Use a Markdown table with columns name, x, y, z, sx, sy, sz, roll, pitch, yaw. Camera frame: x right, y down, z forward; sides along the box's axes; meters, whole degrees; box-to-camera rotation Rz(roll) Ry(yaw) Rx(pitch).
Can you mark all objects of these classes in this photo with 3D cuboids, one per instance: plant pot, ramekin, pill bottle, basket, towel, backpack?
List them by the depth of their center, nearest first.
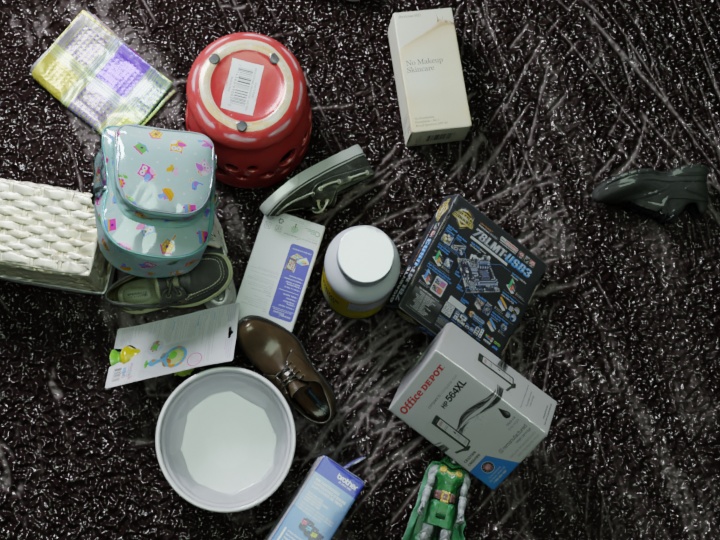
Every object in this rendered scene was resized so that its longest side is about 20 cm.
| name | x | y | z | sx | sy | sz | roll | pitch | yaw |
| --- | --- | --- | --- | --- | --- | --- | --- | --- | --- |
| backpack | -0.284 | -0.098 | 1.410 | 0.173 | 0.153 | 0.203 | 5 | 75 | -22 |
| ramekin | -0.192 | 0.244 | 1.457 | 0.197 | 0.105 | 0.204 | 1 | 78 | -6 |
| pill bottle | 0.000 | 0.000 | 1.479 | 0.110 | 0.200 | 0.114 | 1 | 76 | -4 |
| basket | -0.461 | -0.053 | 1.486 | 0.197 | 0.123 | 0.138 | 10 | 78 | -4 |
| plant pot | -0.167 | -0.244 | 1.529 | 0.197 | 0.183 | 0.204 | 2 | 78 | -7 |
| towel | -0.409 | -0.303 | 1.597 | 0.199 | 0.023 | 0.144 | 41 | 76 | 4 |

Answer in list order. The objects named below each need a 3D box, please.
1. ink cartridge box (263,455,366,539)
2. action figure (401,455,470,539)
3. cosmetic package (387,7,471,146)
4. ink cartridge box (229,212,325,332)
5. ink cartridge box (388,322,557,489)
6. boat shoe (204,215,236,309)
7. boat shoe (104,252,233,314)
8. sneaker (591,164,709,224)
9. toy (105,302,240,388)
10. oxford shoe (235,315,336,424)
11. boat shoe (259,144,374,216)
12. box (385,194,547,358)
| name | x | y | z | sx | sy | sz | roll | pitch | yaw |
| --- | --- | --- | --- | --- | --- | --- | --- | --- | --- |
| ink cartridge box | -0.064 | 0.340 | 1.432 | 0.076 | 0.137 | 0.201 | 32 | 77 | 0 |
| action figure | 0.118 | 0.358 | 1.492 | 0.116 | 0.055 | 0.203 | 15 | 73 | 1 |
| cosmetic package | 0.110 | -0.310 | 1.625 | 0.102 | 0.073 | 0.203 | -8 | 80 | -7 |
| ink cartridge box | -0.129 | 0.014 | 1.548 | 0.098 | 0.039 | 0.203 | 19 | 75 | -2 |
| ink cartridge box | 0.161 | 0.197 | 1.472 | 0.199 | 0.147 | 0.084 | 36 | 35 | 1 |
| boat shoe | -0.235 | -0.036 | 1.532 | 0.070 | 0.069 | 0.202 | -21 | 81 | -10 |
| boat shoe | -0.283 | 0.023 | 1.480 | 0.198 | 0.066 | 0.073 | -14 | 86 | 19 |
| sneaker | 0.470 | -0.118 | 1.620 | 0.196 | 0.076 | 0.092 | -6 | 85 | -4 |
| toy | -0.268 | 0.119 | 1.478 | 0.197 | 0.048 | 0.116 | -10 | 43 | 9 |
| oxford shoe | -0.104 | 0.144 | 1.471 | 0.073 | 0.084 | 0.200 | -45 | 100 | 3 |
| boat shoe | -0.063 | -0.126 | 1.555 | 0.199 | 0.071 | 0.064 | -32 | 86 | -25 |
| box | 0.165 | 0.023 | 1.536 | 0.199 | 0.050 | 0.200 | 35 | 74 | -21 |
